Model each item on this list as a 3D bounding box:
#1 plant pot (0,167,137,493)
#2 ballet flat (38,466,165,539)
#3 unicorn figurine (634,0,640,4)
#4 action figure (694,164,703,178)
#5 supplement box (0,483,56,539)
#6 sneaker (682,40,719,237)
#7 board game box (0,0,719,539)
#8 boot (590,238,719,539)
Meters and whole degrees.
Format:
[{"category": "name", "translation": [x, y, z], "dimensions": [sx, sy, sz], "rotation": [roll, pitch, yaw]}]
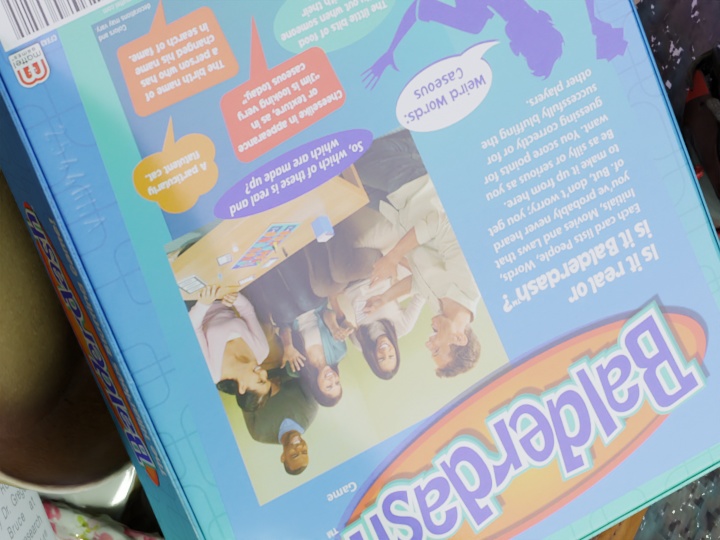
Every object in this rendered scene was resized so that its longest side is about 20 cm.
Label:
[{"category": "plant pot", "translation": [-0.099, -0.043, 0.681], "dimensions": [0.200, 0.027, 0.201], "rotation": [46, 36, -49]}, {"category": "ballet flat", "translation": [-0.041, 0.063, 0.768], "dimensions": [0.076, 0.199, 0.064], "rotation": [-60, 162, -66]}, {"category": "unicorn figurine", "translation": [0.127, -0.171, 0.996], "dimensions": [0.200, 0.074, 0.138], "rotation": [-43, 126, -11]}, {"category": "action figure", "translation": [0.087, -0.021, 0.957], "dimensions": [0.099, 0.065, 0.200], "rotation": [-36, 130, 10]}, {"category": "supplement box", "translation": [-0.125, 0.112, 0.696], "dimensions": [0.103, 0.101, 0.201], "rotation": [-60, 132, -67]}, {"category": "sneaker", "translation": [0.143, -0.046, 0.960], "dimensions": [0.077, 0.200, 0.082], "rotation": [-23, 103, -1]}, {"category": "board game box", "translation": [0.001, -0.018, 0.679], "dimensions": [0.151, 0.045, 0.201], "rotation": [-27, 109, -15]}, {"category": "boot", "translation": [0.051, 0.097, 0.880], "dimensions": [0.189, 0.068, 0.201], "rotation": [116, -1, -50]}]
